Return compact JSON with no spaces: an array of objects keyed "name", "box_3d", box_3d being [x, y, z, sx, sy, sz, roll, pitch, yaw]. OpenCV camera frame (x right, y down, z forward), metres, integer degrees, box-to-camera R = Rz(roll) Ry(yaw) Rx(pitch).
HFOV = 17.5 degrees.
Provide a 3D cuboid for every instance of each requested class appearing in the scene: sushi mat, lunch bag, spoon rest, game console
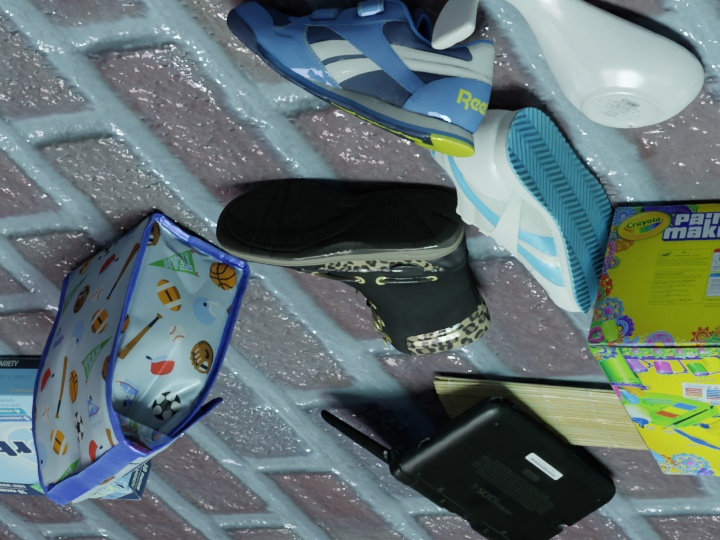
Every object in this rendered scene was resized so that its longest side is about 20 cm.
[{"name":"sushi mat","box_3d":[0.165,0.121,1.976,0.198,0.012,0.096,3,150,23]},{"name":"lunch bag","box_3d":[-0.186,0.084,1.897,0.123,0.201,0.170,28,148,-20]},{"name":"spoon rest","box_3d":[0.137,-0.144,1.514,0.199,0.061,0.099,19,154,-33]},{"name":"game console","box_3d":[0.095,0.160,2.048,0.175,0.117,0.200,-35,136,20]}]

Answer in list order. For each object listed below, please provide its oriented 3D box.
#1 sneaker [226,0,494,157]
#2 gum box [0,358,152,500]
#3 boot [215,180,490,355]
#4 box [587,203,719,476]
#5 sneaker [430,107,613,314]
[{"name":"sneaker","box_3d":[0.003,-0.145,1.559,0.199,0.083,0.074,25,-178,20]},{"name":"gum box","box_3d":[-0.319,0.152,2.234,0.169,0.045,0.200,-1,147,26]},{"name":"boot","box_3d":[0.000,0.000,1.799,0.198,0.074,0.151,-2,146,19]},{"name":"box","box_3d":[0.294,0.053,1.688,0.198,0.123,0.193,-1,146,26]},{"name":"sneaker","box_3d":[0.120,-0.045,1.668,0.080,0.077,0.200,5,143,36]}]
